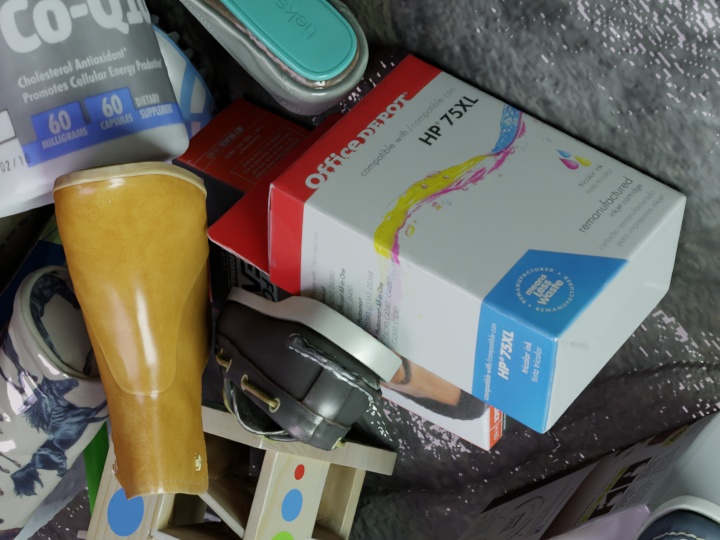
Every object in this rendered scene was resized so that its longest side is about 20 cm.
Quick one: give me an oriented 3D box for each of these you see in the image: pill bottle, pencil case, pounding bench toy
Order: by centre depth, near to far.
[{"bbox_3d":[-0.166,-0.137,1.253,0.114,0.113,0.201,-18,90,52],"label":"pill bottle"},{"bbox_3d":[-0.191,0.082,1.396,0.200,0.077,0.090,-52,39,36],"label":"pencil case"},{"bbox_3d":[-0.108,0.149,1.435,0.199,0.157,0.124,14,178,37],"label":"pounding bench toy"}]

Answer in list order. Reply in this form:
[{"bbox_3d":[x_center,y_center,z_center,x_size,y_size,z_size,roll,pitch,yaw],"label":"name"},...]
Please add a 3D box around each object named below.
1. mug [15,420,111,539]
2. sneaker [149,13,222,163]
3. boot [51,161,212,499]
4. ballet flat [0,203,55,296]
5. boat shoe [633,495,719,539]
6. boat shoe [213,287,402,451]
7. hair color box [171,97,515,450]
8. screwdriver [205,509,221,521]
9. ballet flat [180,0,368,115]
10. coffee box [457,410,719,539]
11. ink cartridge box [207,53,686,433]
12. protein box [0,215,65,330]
[{"bbox_3d":[-0.272,0.123,1.594,0.148,0.175,0.200,53,144,-9],"label":"mug"},{"bbox_3d":[-0.117,-0.051,1.361,0.072,0.072,0.201,28,139,26],"label":"sneaker"},{"bbox_3d":[-0.102,0.035,1.228,0.070,0.145,0.201,-6,166,3],"label":"boot"},{"bbox_3d":[-0.187,-0.025,1.357,0.046,0.201,0.067,25,164,34],"label":"ballet flat"},{"bbox_3d":[0.134,0.183,1.202,0.075,0.062,0.200,37,140,13],"label":"boat shoe"},{"bbox_3d":[-0.040,0.051,1.236,0.072,0.061,0.201,35,170,-12],"label":"boat shoe"},{"bbox_3d":[0.000,0.000,1.299,0.199,0.061,0.102,25,140,26],"label":"hair color box"},{"bbox_3d":[-0.058,0.168,1.540,0.199,0.029,0.028,17,135,27],"label":"screwdriver"},{"bbox_3d":[-0.077,-0.153,1.231,0.200,0.067,0.064,47,163,2],"label":"ballet flat"},{"bbox_3d":[0.136,0.159,1.297,0.113,0.080,0.200,51,143,-8],"label":"coffee box"},{"bbox_3d":[0.037,-0.024,1.191,0.199,0.116,0.067,29,142,22],"label":"ink cartridge box"},{"bbox_3d":[-0.291,-0.038,1.438,0.199,0.199,0.136,23,139,29],"label":"protein box"}]
